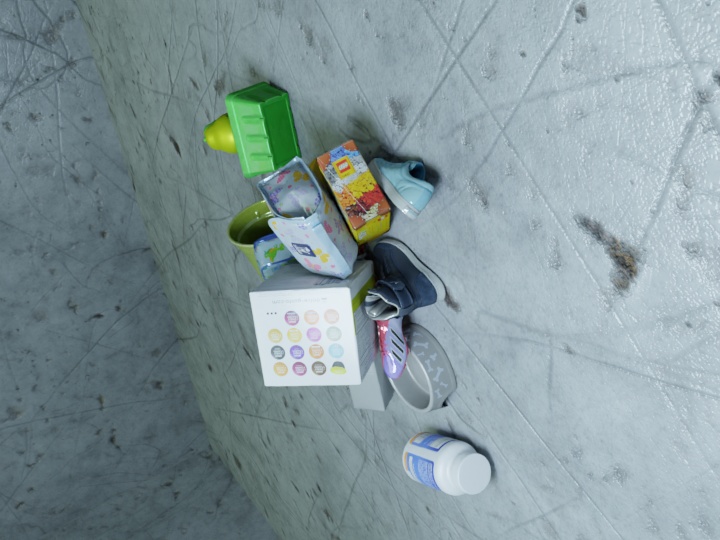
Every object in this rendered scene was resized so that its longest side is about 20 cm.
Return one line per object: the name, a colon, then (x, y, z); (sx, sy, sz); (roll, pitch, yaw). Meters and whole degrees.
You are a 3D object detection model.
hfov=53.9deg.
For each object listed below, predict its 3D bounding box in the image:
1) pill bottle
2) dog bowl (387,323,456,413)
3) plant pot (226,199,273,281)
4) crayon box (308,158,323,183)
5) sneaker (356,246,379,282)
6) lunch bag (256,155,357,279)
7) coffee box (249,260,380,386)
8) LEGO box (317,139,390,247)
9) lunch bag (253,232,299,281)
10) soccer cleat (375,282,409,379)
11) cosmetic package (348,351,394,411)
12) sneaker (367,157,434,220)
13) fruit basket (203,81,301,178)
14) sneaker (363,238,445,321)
pill bottle: (0.184, 0.413, 1.504); (0.200, 0.112, 0.112); (-5, 107, 63)
dog bowl: (0.119, 0.215, 1.519); (0.200, 0.059, 0.200); (42, 145, 38)
plant pot: (-0.209, -0.055, 1.782); (0.200, 0.200, 0.184); (33, 151, 47)
crayon box: (-0.116, -0.164, 1.571); (0.200, 0.051, 0.127); (-31, 40, 63)
sneaker: (-0.001, 0.000, 1.550); (0.201, 0.067, 0.108); (38, 135, 33)
lunch bag: (-0.097, -0.091, 1.347); (0.170, 0.127, 0.200); (55, 179, -44)
coffee box: (-0.081, 0.103, 1.417); (0.200, 0.199, 0.198); (-50, -45, -69)
LEGO box: (-0.010, -0.141, 1.358); (0.149, 0.077, 0.200); (62, 178, 8)
lunch bag: (-0.154, -0.037, 1.588); (0.200, 0.160, 0.083); (103, 149, -77)
soccer cleat: (0.057, 0.120, 1.447); (0.067, 0.076, 0.200); (-9, 73, 50)
cosmetic package: (0.020, 0.210, 1.611); (0.090, 0.107, 0.200); (3, 120, 22)
sneaker: (0.081, -0.166, 1.282); (0.074, 0.082, 0.200); (36, -166, -38)
fruit basket: (-0.259, -0.325, 1.653); (0.215, 0.155, 0.216); (26, 132, 32)
sneaker: (0.049, 0.018, 1.389); (0.202, 0.146, 0.077); (42, 147, 42)
